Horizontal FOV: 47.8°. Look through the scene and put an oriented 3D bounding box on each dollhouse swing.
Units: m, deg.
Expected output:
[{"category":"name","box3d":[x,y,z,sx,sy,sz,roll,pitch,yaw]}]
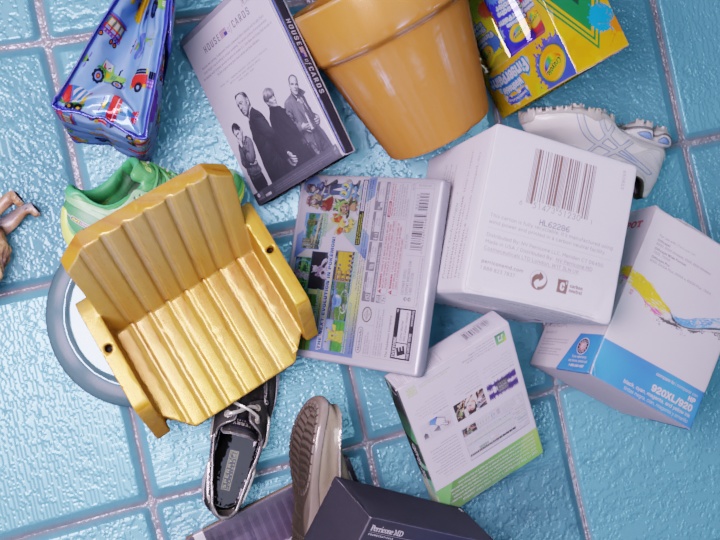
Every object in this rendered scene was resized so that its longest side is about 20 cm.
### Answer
[{"category":"dollhouse swing","box3d":[-0.155,0.032,0.772,0.198,0.176,0.183,-31,83,-14]}]

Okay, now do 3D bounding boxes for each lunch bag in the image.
[{"category":"lunch bag","box3d":[-0.228,-0.225,0.820,0.093,0.150,0.203,18,84,-12]}]

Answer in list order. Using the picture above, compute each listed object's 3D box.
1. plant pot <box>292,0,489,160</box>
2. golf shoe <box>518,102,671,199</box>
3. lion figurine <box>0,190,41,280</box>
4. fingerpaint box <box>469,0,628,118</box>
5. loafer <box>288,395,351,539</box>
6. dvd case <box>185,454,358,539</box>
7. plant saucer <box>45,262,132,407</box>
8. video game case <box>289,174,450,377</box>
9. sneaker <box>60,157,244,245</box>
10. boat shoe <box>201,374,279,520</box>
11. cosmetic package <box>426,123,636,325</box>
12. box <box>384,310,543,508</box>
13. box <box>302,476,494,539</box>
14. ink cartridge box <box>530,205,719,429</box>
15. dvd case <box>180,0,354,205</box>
[{"category":"plant pot","box3d":[0.048,-0.231,0.877,0.199,0.200,0.185,-33,110,-13]},{"category":"golf shoe","box3d":[0.280,-0.142,0.980,0.197,0.078,0.099,11,91,-12]},{"category":"lion figurine","box3d":[-0.411,-0.068,0.819,0.122,0.073,0.201,-37,82,-5]},{"category":"fingerpaint box","box3d":[0.182,-0.277,0.896,0.073,0.200,0.169,-28,94,-12]},{"category":"loafer","box3d":[-0.036,0.232,0.872,0.067,0.075,0.204,0,99,-24]},{"category":"dvd case","box3d":[-0.074,0.318,0.900,0.198,0.016,0.151,-24,93,-15]},{"category":"plant saucer","box3d":[-0.232,0.043,0.862,0.196,0.027,0.204,2,82,-12]},{"category":"video game case","box3d":[0.000,0.000,0.871,0.180,0.022,0.204,6,85,32]},{"category":"sneaker","box3d":[-0.207,-0.075,0.833,0.198,0.074,0.085,-19,121,-30]},{"category":"boat shoe","box3d":[-0.125,0.162,0.869,0.069,0.064,0.204,10,83,-12]},{"category":"cosmetic package","box3d":[0.164,-0.039,0.880,0.165,0.200,0.169,13,85,-13]},{"category":"box","box3d":[0.119,0.162,0.901,0.143,0.036,0.202,-28,120,-13]},{"category":"box","box3d":[0.031,0.310,0.843,0.198,0.079,0.143,24,93,-37]},{"category":"ink cartridge box","box3d":[0.322,0.053,0.941,0.143,0.147,0.202,27,82,-11]},{"category":"dvd case","box3d":[-0.102,-0.186,0.856,0.025,0.149,0.202,-28,94,-46]}]
